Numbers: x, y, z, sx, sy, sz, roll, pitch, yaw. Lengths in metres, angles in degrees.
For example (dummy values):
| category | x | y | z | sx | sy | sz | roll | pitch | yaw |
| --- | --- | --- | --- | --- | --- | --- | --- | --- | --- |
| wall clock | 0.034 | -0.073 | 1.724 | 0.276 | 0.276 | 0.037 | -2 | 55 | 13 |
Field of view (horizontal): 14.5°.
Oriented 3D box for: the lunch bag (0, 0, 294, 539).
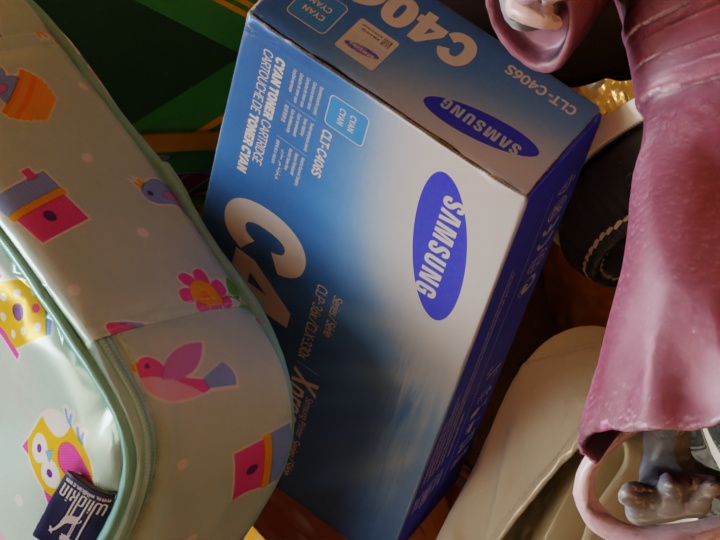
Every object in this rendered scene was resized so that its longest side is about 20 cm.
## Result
| category | x | y | z | sx | sy | sz | roll | pitch | yaw |
| --- | --- | --- | --- | --- | --- | --- | --- | --- | --- |
| lunch bag | -0.112 | 0.027 | 0.860 | 0.200 | 0.077 | 0.161 | 54 | 134 | 23 |

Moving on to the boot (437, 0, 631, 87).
| category | x | y | z | sx | sy | sz | roll | pitch | yaw |
| --- | --- | --- | --- | --- | --- | --- | --- | --- | --- |
| boot | 0.046 | -0.148 | 0.810 | 0.075 | 0.097 | 0.201 | 11 | 112 | 60 |

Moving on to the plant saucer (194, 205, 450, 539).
| category | x | y | z | sx | sy | sz | roll | pitch | yaw |
| --- | --- | --- | --- | --- | --- | --- | --- | --- | --- |
| plant saucer | -0.029 | 0.051 | 1.035 | 0.200 | 0.037 | 0.200 | 47 | 164 | 18 |

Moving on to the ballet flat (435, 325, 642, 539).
| category | x | y | z | sx | sy | sz | roll | pitch | yaw |
| --- | --- | --- | --- | --- | --- | --- | --- | --- | --- |
| ballet flat | 0.047 | 0.115 | 0.893 | 0.069 | 0.069 | 0.200 | 37 | 107 | 50 |

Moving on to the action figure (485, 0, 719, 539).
| category | x | y | z | sx | sy | sz | roll | pitch | yaw |
| --- | --- | --- | --- | --- | --- | --- | --- | --- | --- |
| action figure | 0.099 | -0.047 | 0.675 | 0.149 | 0.134 | 0.201 | 83 | 179 | -71 |

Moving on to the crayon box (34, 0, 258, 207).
| category | x | y | z | sx | sy | sz | roll | pitch | yaw |
| --- | --- | --- | --- | --- | --- | --- | --- | --- | --- |
| crayon box | -0.106 | -0.052 | 1.048 | 0.200 | 0.172 | 0.058 | -26 | 71 | 61 |

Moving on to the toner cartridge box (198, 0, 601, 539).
| category | x | y | z | sx | sy | sz | roll | pitch | yaw |
| --- | --- | --- | --- | --- | --- | --- | --- | --- | --- |
| toner cartridge box | 0.000 | 0.000 | 0.838 | 0.095 | 0.043 | 0.200 | 33 | 145 | 12 |

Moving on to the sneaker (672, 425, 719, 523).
| category | x | y | z | sx | sy | sz | roll | pitch | yaw |
| --- | --- | --- | --- | --- | --- | --- | --- | --- | --- |
| sneaker | 0.143 | 0.071 | 0.758 | 0.200 | 0.066 | 0.091 | 45 | 141 | 49 |

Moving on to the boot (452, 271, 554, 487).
| category | x | y | z | sx | sy | sz | roll | pitch | yaw |
| --- | --- | --- | --- | --- | --- | --- | --- | --- | --- |
| boot | 0.033 | -0.026 | 0.926 | 0.075 | 0.073 | 0.201 | -25 | 77 | 52 |

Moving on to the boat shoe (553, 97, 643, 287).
| category | x | y | z | sx | sy | sz | roll | pitch | yaw |
| --- | --- | --- | --- | --- | --- | --- | --- | --- | --- |
| boat shoe | 0.117 | -0.029 | 0.763 | 0.200 | 0.074 | 0.061 | -37 | 64 | 51 |
